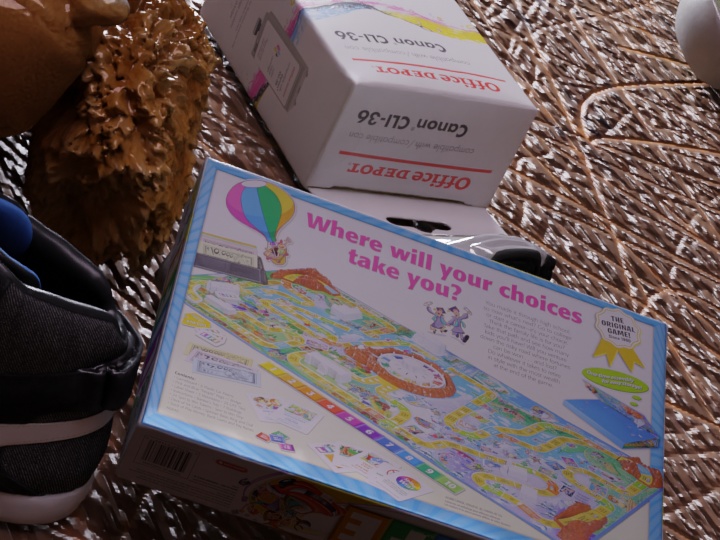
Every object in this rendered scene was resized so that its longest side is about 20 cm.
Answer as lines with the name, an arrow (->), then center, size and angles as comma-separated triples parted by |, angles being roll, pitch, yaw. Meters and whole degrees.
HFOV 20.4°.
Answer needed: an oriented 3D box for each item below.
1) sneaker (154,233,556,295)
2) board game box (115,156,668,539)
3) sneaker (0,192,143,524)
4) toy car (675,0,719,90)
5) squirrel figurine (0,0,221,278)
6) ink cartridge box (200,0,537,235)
sneaker -> 0.000, 0.000, 0.872 | 0.199, 0.076, 0.092 | -5, 39, -43
board game box -> 0.019, 0.046, 0.751 | 0.198, 0.034, 0.135 | 20, 46, -10
sneaker -> -0.172, 0.013, 0.679 | 0.198, 0.112, 0.073 | 14, 32, -21
toy car -> 0.308, -0.165, 1.298 | 0.151, 0.174, 0.200 | 59, 25, -18
squirrel figurine -> -0.125, -0.097, 0.807 | 0.200, 0.141, 0.187 | 45, 6, -27
ink cartridge box -> 0.009, -0.096, 1.022 | 0.116, 0.068, 0.201 | 4, 38, -33
